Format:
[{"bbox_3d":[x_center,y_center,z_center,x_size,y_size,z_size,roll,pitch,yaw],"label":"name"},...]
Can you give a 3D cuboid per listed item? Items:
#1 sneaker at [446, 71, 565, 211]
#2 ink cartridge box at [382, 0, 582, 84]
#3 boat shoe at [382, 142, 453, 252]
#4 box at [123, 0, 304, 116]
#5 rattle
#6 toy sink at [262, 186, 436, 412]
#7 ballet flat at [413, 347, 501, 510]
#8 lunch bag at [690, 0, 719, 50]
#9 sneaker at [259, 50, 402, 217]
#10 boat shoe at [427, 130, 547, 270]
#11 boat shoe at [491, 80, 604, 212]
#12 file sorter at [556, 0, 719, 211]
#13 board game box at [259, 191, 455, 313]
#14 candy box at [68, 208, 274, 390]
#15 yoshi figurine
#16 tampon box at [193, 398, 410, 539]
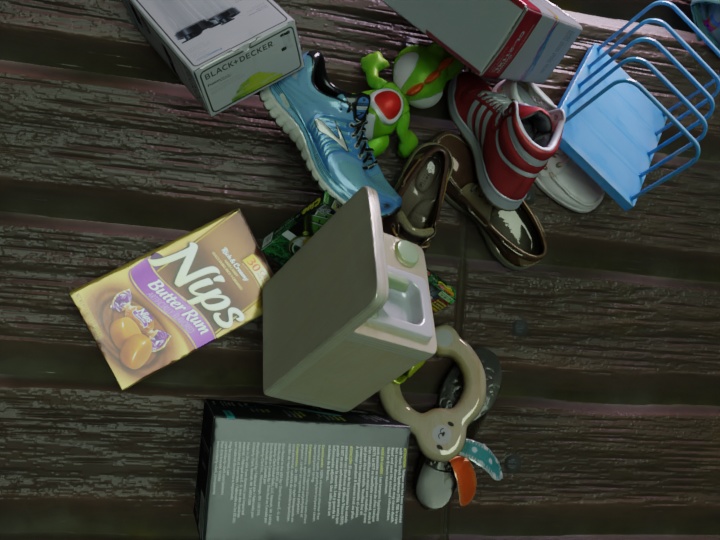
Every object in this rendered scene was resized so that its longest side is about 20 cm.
[{"bbox_3d":[0.164,-0.178,0.895,0.071,0.113,0.201,1,56,-25],"label":"sneaker"},{"bbox_3d":[0.140,-0.280,0.864,0.146,0.200,0.083,43,117,18],"label":"ink cartridge box"},{"bbox_3d":[0.052,-0.050,0.897,0.072,0.072,0.201,26,98,-6],"label":"boat shoe"},{"bbox_3d":[-0.160,-0.258,0.820,0.116,0.060,0.200,-32,56,-15],"label":"box"},{"bbox_3d":[0.094,0.146,0.859,0.130,0.143,0.201,-8,66,-16],"label":"rattle"},{"bbox_3d":[-0.001,0.035,0.773,0.112,0.200,0.131,18,48,-30],"label":"toy sink"},{"bbox_3d":[0.114,0.187,0.938,0.067,0.046,0.201,19,76,9],"label":"ballet flat"},{"bbox_3d":[0.525,-0.366,1.029,0.199,0.122,0.171,26,82,-17],"label":"lunch bag"},{"bbox_3d":[-0.019,-0.142,0.823,0.090,0.078,0.200,-37,93,23],"label":"sneaker"},{"bbox_3d":[0.157,-0.088,0.944,0.076,0.072,0.200,-44,98,-13],"label":"boat shoe"},{"bbox_3d":[0.236,-0.154,0.969,0.071,0.069,0.200,-44,98,-12],"label":"boat shoe"},{"bbox_3d":[0.333,-0.202,0.931,0.139,0.123,0.200,41,52,-9],"label":"file sorter"},{"bbox_3d":[0.000,0.000,0.860,0.200,0.105,0.024,35,43,-28],"label":"board game box"},{"bbox_3d":[-0.195,0.029,0.856,0.200,0.056,0.117,-29,94,-16],"label":"candy box"},{"bbox_3d":[0.031,-0.197,0.921,0.200,0.112,0.112,-37,56,0],"label":"yoshi figurine"},{"bbox_3d":[-0.066,0.211,0.831,0.199,0.150,0.127,6,85,-14],"label":"tampon box"}]
